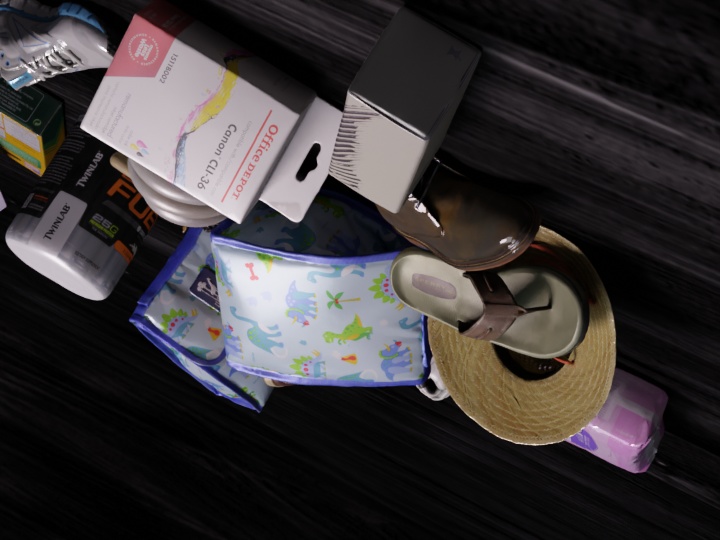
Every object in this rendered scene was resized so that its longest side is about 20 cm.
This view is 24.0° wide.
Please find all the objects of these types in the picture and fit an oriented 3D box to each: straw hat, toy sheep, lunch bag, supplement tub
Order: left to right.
[{"bbox_3d":[-0.260,-0.082,1.720,0.122,0.201,0.123,28,167,7],"label":"supplement tub"},{"bbox_3d":[-0.152,-0.115,1.536,0.137,0.138,0.200,29,143,7],"label":"toy sheep"},{"bbox_3d":[-0.161,0.043,2.016,0.127,0.171,0.200,13,156,52],"label":"lunch bag"},{"bbox_3d":[-0.028,0.019,1.618,0.199,0.128,0.171,13,133,21],"label":"lunch bag"},{"bbox_3d":[0.162,0.046,1.491,0.200,0.202,0.085,23,-154,29],"label":"straw hat"}]

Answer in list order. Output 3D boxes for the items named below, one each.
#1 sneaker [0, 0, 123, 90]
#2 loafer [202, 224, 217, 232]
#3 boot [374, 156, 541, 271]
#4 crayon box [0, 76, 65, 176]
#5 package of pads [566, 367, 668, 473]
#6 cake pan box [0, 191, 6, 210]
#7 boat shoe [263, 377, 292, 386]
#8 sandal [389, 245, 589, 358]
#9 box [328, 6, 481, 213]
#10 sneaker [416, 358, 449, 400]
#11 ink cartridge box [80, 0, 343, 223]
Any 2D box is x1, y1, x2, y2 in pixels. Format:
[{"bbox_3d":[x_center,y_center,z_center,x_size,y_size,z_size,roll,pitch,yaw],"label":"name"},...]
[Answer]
[{"bbox_3d":[-0.293,-0.204,1.602,0.199,0.087,0.075,14,157,46],"label":"sneaker"},{"bbox_3d":[-0.179,-0.070,1.800,0.199,0.063,0.072,32,156,18],"label":"loafer"},{"bbox_3d":[0.061,-0.056,1.400,0.097,0.075,0.200,35,168,-30],"label":"boot"},{"bbox_3d":[-0.414,-0.184,2.001,0.125,0.052,0.200,32,166,-2],"label":"crayon box"},{"bbox_3d":[0.213,0.126,1.719,0.199,0.076,0.121,27,163,17],"label":"package of pads"},{"bbox_3d":[-0.512,-0.171,2.061,0.185,0.052,0.200,54,167,23],"label":"cake pan box"},{"bbox_3d":[-0.023,0.077,1.764,0.072,0.073,0.200,9,-166,35],"label":"boat shoe"},{"bbox_3d":[0.103,0.031,1.439,0.200,0.080,0.057,12,-160,33],"label":"sandal"},{"bbox_3d":[0.029,-0.114,1.254,0.068,0.082,0.200,31,165,3],"label":"box"},{"bbox_3d":[0.089,0.108,1.913,0.075,0.081,0.200,27,168,6],"label":"sneaker"},{"bbox_3d":[-0.118,-0.124,1.421,0.199,0.117,0.068,30,-156,-1],"label":"ink cartridge box"}]
